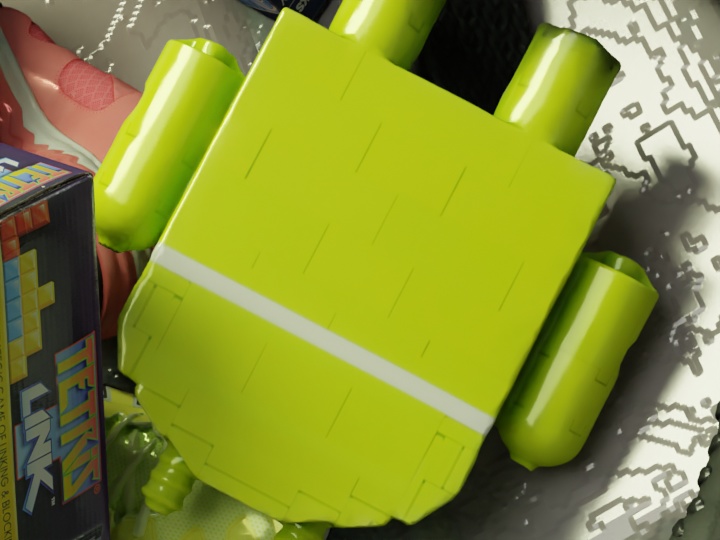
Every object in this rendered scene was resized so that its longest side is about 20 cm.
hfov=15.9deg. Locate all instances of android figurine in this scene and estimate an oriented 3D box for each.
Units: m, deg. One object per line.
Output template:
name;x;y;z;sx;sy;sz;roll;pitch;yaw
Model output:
android figurine;0.000;0.000;0.833;0.182;0.041;0.200;26;86;1

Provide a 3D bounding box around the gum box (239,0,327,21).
gum box;-0.113;-0.177;0.931;0.170;0.200;0.045;32;87;36

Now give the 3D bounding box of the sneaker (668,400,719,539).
sneaker;0.105;0.076;0.770;0.099;0.071;0.200;-12;67;21

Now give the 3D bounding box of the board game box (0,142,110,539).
board game box;-0.159;0.045;0.846;0.165;0.057;0.200;19;122;32

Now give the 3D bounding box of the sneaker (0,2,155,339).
sneaker;-0.094;-0.038;0.952;0.200;0.087;0.074;-128;38;-50

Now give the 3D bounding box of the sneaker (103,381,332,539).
sneaker;-0.101;0.071;0.892;0.200;0.076;0.076;9;72;32

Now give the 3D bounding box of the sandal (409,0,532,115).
sandal;0.017;-0.130;0.918;0.048;0.075;0.201;-29;55;41
